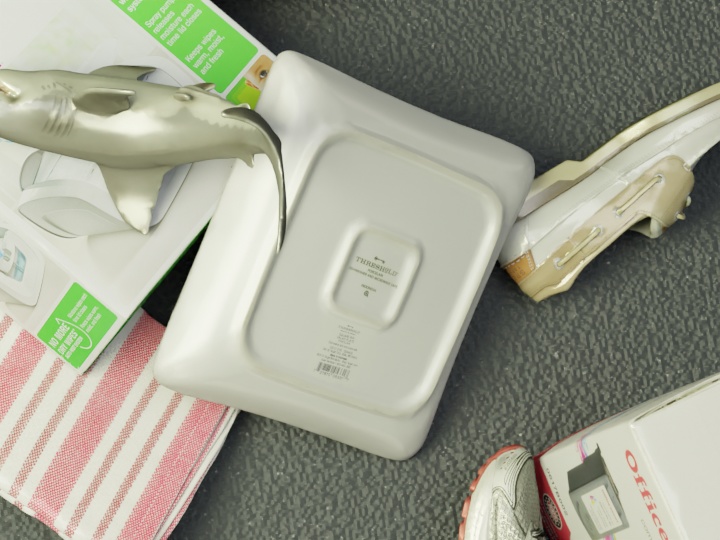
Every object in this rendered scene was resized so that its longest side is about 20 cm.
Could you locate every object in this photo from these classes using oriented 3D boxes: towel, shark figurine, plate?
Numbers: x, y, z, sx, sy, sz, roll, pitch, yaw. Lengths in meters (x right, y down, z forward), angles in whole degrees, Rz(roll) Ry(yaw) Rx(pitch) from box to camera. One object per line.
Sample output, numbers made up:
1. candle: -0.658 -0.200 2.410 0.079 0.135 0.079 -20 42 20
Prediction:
1. towel: -0.176 0.070 1.394 0.199 0.030 0.147 36 54 -8
2. shark figurine: -0.104 -0.059 1.301 0.213 0.128 0.090 12 104 29
3. plate: 0.000 0.000 1.402 0.199 0.032 0.201 20 94 -37

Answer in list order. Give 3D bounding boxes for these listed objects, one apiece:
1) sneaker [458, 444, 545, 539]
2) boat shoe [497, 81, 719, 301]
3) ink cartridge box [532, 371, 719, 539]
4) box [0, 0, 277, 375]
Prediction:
1. sneaker: 0.114 0.199 1.427 0.082 0.078 0.201 -15 86 24
2. boat shoe: 0.170 -0.052 1.509 0.199 0.075 0.069 -30 88 -6
3. ink cartridge box: 0.182 0.148 1.401 0.085 0.200 0.148 -24 84 -17
4. box: -0.158 -0.077 1.400 0.176 0.097 0.200 41 57 -3
